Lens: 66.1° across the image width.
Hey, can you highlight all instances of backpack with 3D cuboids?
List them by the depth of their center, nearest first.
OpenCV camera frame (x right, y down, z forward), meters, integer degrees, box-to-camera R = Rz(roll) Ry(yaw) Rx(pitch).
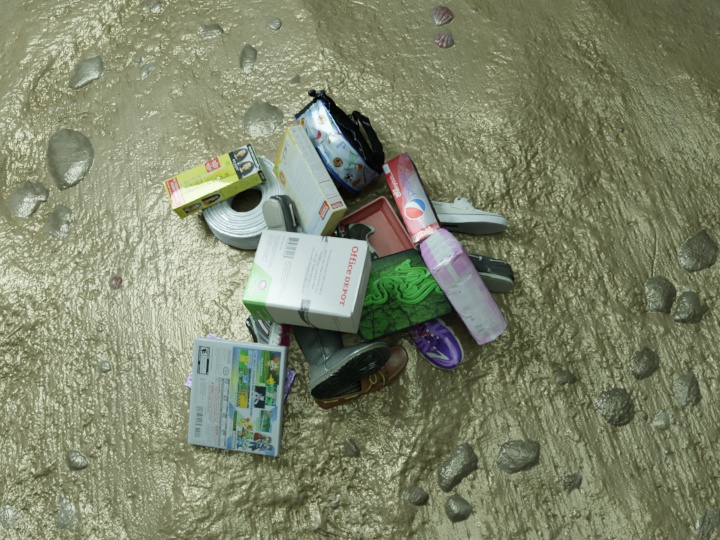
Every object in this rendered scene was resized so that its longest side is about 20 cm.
[{"bbox_3d":[-0.045,-0.253,1.164,0.154,0.199,0.191,-45,70,20],"label":"backpack"}]

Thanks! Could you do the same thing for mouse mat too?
[{"bbox_3d":[0.059,0.040,1.032,0.197,0.008,0.162,-15,59,-24],"label":"mouse mat"}]

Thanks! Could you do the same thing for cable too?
[{"bbox_3d":[-0.241,-0.149,1.188,0.198,0.069,0.202,30,74,13],"label":"cable"}]

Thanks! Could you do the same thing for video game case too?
[{"bbox_3d":[-0.231,0.234,1.036,0.178,0.022,0.205,5,93,9],"label":"video game case"}]

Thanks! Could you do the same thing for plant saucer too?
[{"bbox_3d":[0.015,-0.022,1.150,0.197,0.037,0.202,-29,79,-9],"label":"plant saucer"}]

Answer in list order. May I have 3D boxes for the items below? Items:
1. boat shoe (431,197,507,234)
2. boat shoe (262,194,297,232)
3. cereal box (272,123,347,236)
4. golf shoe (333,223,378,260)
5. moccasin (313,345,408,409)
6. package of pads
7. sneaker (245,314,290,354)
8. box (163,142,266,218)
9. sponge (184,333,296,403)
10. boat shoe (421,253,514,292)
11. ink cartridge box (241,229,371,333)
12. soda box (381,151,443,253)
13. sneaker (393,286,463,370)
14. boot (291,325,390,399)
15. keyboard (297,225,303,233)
[{"bbox_3d":[0.213,-0.122,1.174,0.196,0.071,0.071,4,73,10],"label":"boat shoe"},{"bbox_3d":[-0.145,-0.053,1.120,0.066,0.204,0.057,4,22,35],"label":"boat shoe"},{"bbox_3d":[-0.105,-0.162,1.094,0.039,0.144,0.202,-20,73,-30],"label":"cereal box"},{"bbox_3d":[0.000,0.000,1.088,0.086,0.077,0.204,-6,76,-9],"label":"golf shoe"},{"bbox_3d":[0.000,0.198,1.059,0.198,0.078,0.075,-19,71,-5],"label":"moccasin"},{"bbox_3d":[0.193,0.029,1.038,0.075,0.121,0.201,-31,114,11],"label":"package of pads"},{"bbox_3d":[-0.179,0.083,1.068,0.086,0.074,0.204,6,90,13],"label":"sneaker"},{"bbox_3d":[-0.298,-0.185,1.141,0.197,0.050,0.076,-24,71,-3],"label":"box"},{"bbox_3d":[-0.234,0.213,1.085,0.197,0.030,0.113,22,72,8],"label":"sponge"},{"bbox_3d":[0.219,-0.008,1.130,0.196,0.067,0.058,16,52,-7],"label":"boat shoe"},{"bbox_3d":[-0.089,0.018,0.978,0.196,0.084,0.148,7,64,12],"label":"ink cartridge box"},{"bbox_3d":[0.111,-0.136,1.129,0.063,0.070,0.203,-26,64,14],"label":"soda box"},{"bbox_3d":[0.119,0.112,1.069,0.080,0.083,0.201,-42,87,8],"label":"sneaker"},{"bbox_3d":[-0.047,0.121,1.047,0.179,0.073,0.202,-27,41,8],"label":"boot"},{"bbox_3d":[-0.100,-0.067,1.190,0.196,0.011,0.057,7,71,3],"label":"keyboard"}]
